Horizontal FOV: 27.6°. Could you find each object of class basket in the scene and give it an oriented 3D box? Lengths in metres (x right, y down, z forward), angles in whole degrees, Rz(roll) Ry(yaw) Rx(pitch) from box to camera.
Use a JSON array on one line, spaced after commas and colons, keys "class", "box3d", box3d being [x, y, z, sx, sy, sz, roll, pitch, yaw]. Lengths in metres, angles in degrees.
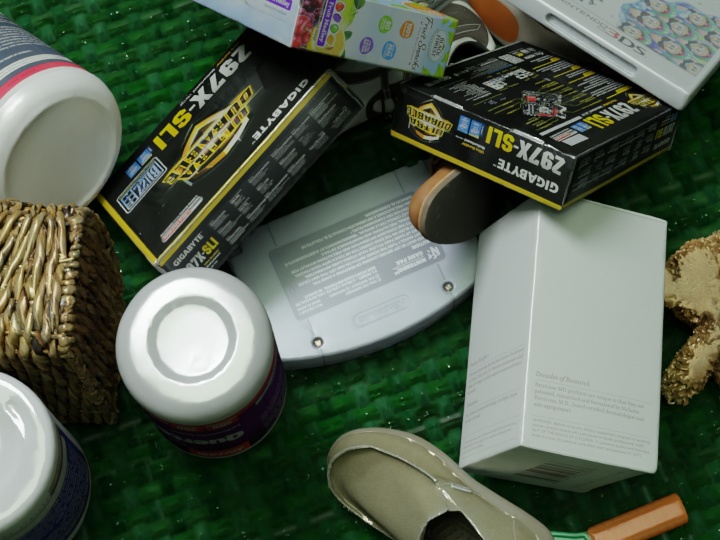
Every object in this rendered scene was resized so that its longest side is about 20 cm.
[{"class": "basket", "box3d": [-0.268, 0.027, 1.123, 0.148, 0.200, 0.144, 0, 68, 3]}]

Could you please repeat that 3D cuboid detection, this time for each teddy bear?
[{"class": "teddy bear", "box3d": [0.311, 0.068, 1.180, 0.200, 0.067, 0.145, 37, 85, 6]}]

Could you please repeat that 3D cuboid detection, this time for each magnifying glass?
[{"class": "magnifying glass", "box3d": [0.161, 0.222, 1.147, 0.199, 0.022, 0.080, -21, 72, -4]}]

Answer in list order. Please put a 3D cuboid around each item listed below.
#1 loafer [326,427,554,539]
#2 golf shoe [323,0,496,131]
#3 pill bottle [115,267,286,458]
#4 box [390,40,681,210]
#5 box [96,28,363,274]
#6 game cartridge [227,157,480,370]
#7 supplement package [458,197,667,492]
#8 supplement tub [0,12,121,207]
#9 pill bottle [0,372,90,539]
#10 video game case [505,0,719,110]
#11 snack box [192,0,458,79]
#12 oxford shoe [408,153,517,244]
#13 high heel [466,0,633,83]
[{"class": "loafer", "box3d": [0.053, 0.184, 1.111, 0.199, 0.068, 0.076, 24, 114, 23]}, {"class": "golf shoe", "box3d": [0.031, -0.160, 1.249, 0.200, 0.078, 0.094, -43, 76, -11]}, {"class": "pill bottle", "box3d": [-0.114, 0.077, 1.103, 0.111, 0.200, 0.113, 0, 72, 1]}, {"class": "box", "box3d": [0.143, -0.121, 1.166, 0.159, 0.050, 0.200, 28, 31, 25]}, {"class": "box", "box3d": [-0.109, -0.094, 1.173, 0.200, 0.049, 0.160, -48, 33, -1]}, {"class": "game cartridge", "box3d": [0.000, 0.000, 1.216, 0.199, 0.041, 0.134, -22, 69, -6]}, {"class": "supplement package", "box3d": [0.157, 0.058, 1.136, 0.116, 0.117, 0.202, 12, 71, -16]}, {"class": "supplement tub", "box3d": [-0.304, -0.133, 1.191, 0.199, 0.141, 0.140, 34, 74, 30]}, {"class": "pill bottle", "box3d": [-0.264, 0.154, 1.081, 0.119, 0.200, 0.121, 0, 71, 1]}, {"class": "video game case", "box3d": [0.237, -0.233, 1.250, 0.181, 0.024, 0.200, 34, 45, 12]}, {"class": "snack box", "box3d": [-0.037, -0.208, 1.148, 0.141, 0.200, 0.053, 5, 108, -34]}, {"class": "oxford shoe", "box3d": [0.080, -0.077, 1.190, 0.071, 0.072, 0.200, 20, 30, 21]}, {"class": "high heel", "box3d": [0.181, -0.228, 1.276, 0.199, 0.067, 0.096, 32, 67, 14]}]
